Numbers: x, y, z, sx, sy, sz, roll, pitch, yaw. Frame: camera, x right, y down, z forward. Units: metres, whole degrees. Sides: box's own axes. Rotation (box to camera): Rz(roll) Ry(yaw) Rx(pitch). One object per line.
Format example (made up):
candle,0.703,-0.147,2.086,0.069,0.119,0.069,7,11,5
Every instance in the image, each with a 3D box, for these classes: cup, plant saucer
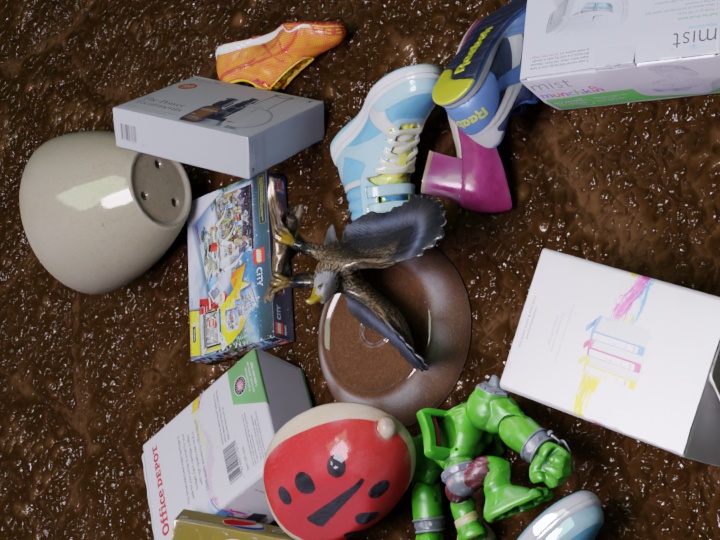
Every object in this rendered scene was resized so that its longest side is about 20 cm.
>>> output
cup,-0.289,-0.085,1.301,0.141,0.199,0.204,-14,70,36
plant saucer,0.024,0.063,1.131,0.198,0.036,0.205,-11,71,35

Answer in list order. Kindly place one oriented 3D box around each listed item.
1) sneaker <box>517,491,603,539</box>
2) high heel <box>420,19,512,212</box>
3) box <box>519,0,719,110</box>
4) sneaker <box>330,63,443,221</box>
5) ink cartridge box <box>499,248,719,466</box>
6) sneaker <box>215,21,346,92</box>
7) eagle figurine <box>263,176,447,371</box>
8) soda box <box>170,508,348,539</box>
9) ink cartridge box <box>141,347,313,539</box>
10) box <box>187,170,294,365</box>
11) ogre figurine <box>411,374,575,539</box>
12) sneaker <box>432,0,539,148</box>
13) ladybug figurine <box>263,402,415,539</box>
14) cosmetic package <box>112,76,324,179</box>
sneaker,0.175,0.299,0.921,0.131,0.079,0.202,46,117,37
high heel,0.130,-0.159,1.103,0.094,0.068,0.203,14,72,7
box,0.258,-0.254,0.991,0.197,0.096,0.180,-1,78,37
sneaker,0.041,-0.115,1.114,0.200,0.078,0.133,-45,54,57
ink cartridge box,0.243,0.077,0.899,0.198,0.128,0.127,18,89,38
sneaker,-0.091,-0.253,1.292,0.198,0.072,0.079,-11,92,40
eagle figurine,-0.003,0.005,1.063,0.196,0.153,0.153,9,58,20
soda box,-0.092,0.294,1.075,0.196,0.064,0.069,10,86,-1
ink cartridge box,-0.140,0.208,1.176,0.199,0.083,0.146,-41,45,23
box,-0.145,-0.001,1.276,0.135,0.037,0.204,-16,69,34
ogre figurine,0.104,0.182,0.994,0.201,0.096,0.121,118,138,-52
sneaker,0.144,-0.203,1.062,0.073,0.082,0.201,-10,37,53
ladybug figurine,-0.025,0.197,1.012,0.201,0.134,0.073,-53,13,43
cosmetic package,-0.162,-0.170,1.240,0.197,0.150,0.053,15,118,28
